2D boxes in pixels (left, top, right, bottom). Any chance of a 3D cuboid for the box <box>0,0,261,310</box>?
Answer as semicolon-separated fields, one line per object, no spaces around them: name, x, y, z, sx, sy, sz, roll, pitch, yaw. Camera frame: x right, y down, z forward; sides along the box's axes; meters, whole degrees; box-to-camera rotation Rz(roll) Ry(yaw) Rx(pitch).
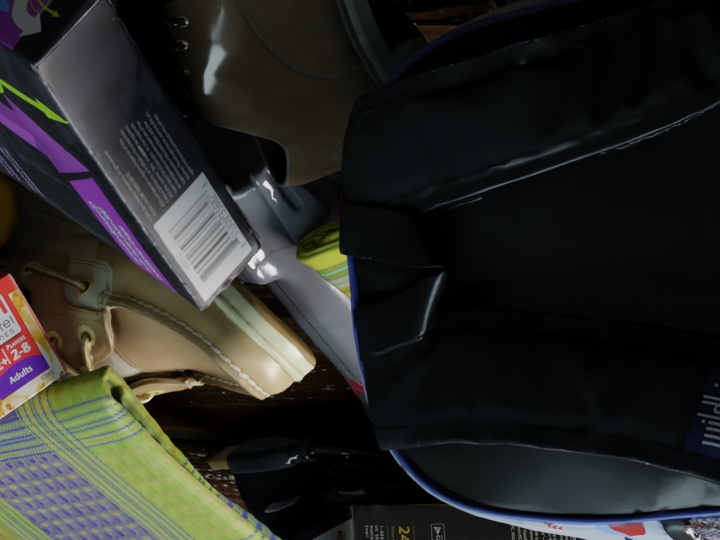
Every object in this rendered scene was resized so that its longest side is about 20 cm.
box;-0.131;-0.078;0.843;0.200;0.036;0.143;34;166;32

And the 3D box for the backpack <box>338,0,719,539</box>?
backpack;0.095;-0.004;0.802;0.190;0.201;0.154;-5;167;17

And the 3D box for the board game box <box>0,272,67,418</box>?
board game box;-0.222;0.070;0.972;0.151;0.200;0.046;1;124;61

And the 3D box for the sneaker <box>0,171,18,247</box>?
sneaker;-0.205;-0.058;0.958;0.200;0.078;0.082;24;174;-38

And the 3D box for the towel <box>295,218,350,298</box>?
towel;0.074;0.031;0.950;0.200;0.018;0.086;36;146;-30

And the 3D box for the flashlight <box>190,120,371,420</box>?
flashlight;0.000;0.000;1.002;0.068;0.068;0.200;-30;136;6

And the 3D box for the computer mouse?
computer mouse;-0.016;0.100;1.154;0.140;0.046;0.200;13;172;-36

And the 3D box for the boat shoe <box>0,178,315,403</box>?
boat shoe;-0.089;0.020;0.994;0.074;0.066;0.200;46;166;-31

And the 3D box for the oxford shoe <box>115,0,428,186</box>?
oxford shoe;-0.042;-0.086;0.804;0.084;0.073;0.200;-36;138;1

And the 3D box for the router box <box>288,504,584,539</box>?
router box;0.045;0.135;1.103;0.157;0.052;0.200;1;166;-16

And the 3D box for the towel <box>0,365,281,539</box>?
towel;-0.112;0.095;1.037;0.144;0.023;0.200;43;146;-25
